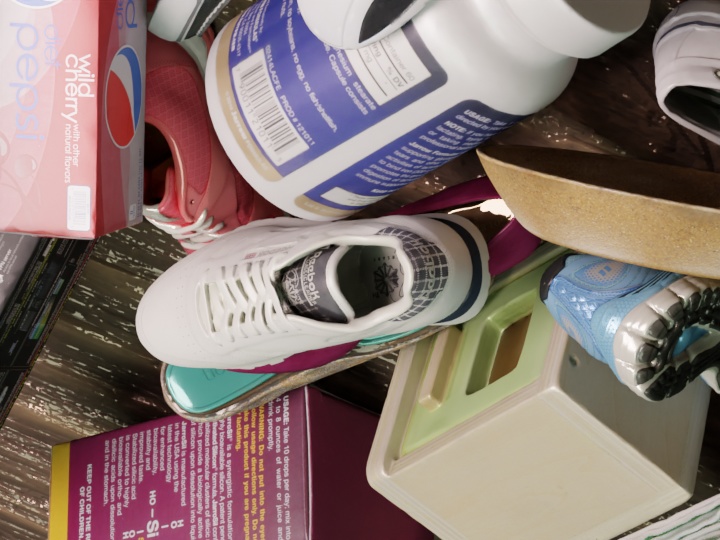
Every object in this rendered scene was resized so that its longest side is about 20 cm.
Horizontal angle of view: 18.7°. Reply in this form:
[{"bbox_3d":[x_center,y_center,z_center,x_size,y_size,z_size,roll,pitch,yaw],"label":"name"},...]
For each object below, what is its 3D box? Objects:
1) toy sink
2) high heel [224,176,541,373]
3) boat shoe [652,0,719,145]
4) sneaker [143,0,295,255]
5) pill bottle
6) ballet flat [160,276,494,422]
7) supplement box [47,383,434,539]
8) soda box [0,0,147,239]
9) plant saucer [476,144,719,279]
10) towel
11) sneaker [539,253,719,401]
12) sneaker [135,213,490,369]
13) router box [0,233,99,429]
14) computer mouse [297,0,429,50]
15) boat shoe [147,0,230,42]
[{"bbox_3d":[0.083,0.081,1.201,0.112,0.130,0.200,38,135,-20],"label":"toy sink"},{"bbox_3d":[0.000,0.000,1.136,0.200,0.067,0.096,-26,170,5],"label":"high heel"},{"bbox_3d":[0.229,-0.061,1.048,0.200,0.067,0.074,20,138,-1],"label":"boat shoe"},{"bbox_3d":[-0.097,-0.045,1.164,0.074,0.087,0.200,-4,134,23],"label":"sneaker"},{"bbox_3d":[0.031,-0.110,1.031,0.200,0.116,0.116,-27,121,38],"label":"pill bottle"},{"bbox_3d":[-0.017,0.027,1.219,0.200,0.068,0.067,-21,171,6],"label":"ballet flat"},{"bbox_3d":[-0.072,0.147,1.313,0.200,0.103,0.131,-16,154,32],"label":"supplement box"},{"bbox_3d":[-0.141,-0.118,1.043,0.063,0.070,0.200,5,100,14],"label":"soda box"},{"bbox_3d":[0.150,-0.025,1.032,0.200,0.200,0.035,11,99,8],"label":"plant saucer"},{"bbox_3d":[0.217,0.142,1.198,0.200,0.031,0.149,-5,161,-45],"label":"towel"},{"bbox_3d":[0.154,0.010,1.097,0.090,0.200,0.078,32,103,26],"label":"sneaker"},{"bbox_3d":[-0.038,0.009,1.095,0.200,0.080,0.076,-14,90,28],"label":"sneaker"},{"bbox_3d":[-0.215,0.036,1.172,0.062,0.200,0.150,28,179,5],"label":"router box"},{"bbox_3d":[0.037,-0.175,0.933,0.200,0.110,0.044,-45,151,19],"label":"computer mouse"},{"bbox_3d":[-0.040,-0.170,1.030,0.057,0.069,0.200,29,135,-12],"label":"boat shoe"}]
